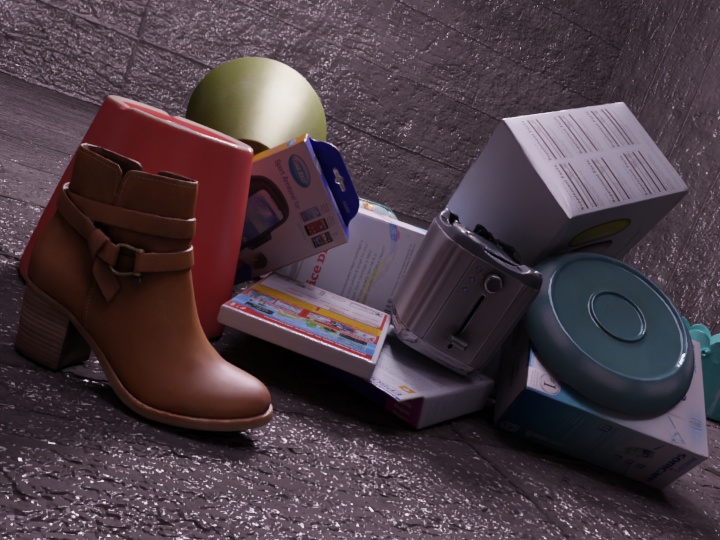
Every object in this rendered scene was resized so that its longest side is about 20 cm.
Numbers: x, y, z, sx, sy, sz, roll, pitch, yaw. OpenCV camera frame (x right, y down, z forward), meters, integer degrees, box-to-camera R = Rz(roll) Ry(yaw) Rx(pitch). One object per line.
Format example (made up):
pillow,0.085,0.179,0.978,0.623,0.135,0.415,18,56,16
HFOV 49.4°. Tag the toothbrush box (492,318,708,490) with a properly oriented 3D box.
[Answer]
toothbrush box,0.253,0.120,0.828,0.198,0.086,0.147,22,49,-4

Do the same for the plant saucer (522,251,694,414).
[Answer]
plant saucer,0.262,0.053,0.810,0.198,0.028,0.201,12,49,-13

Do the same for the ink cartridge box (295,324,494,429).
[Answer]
ink cartridge box,0.008,0.091,0.787,0.195,0.044,0.199,27,14,32

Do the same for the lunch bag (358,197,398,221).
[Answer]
lunch bag,-0.022,-0.030,1.117,0.199,0.077,0.162,14,49,-30

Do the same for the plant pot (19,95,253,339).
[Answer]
plant pot,-0.195,-0.055,0.735,0.199,0.179,0.200,20,10,-4

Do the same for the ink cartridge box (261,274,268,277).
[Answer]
ink cartridge box,-0.211,-0.060,1.022,0.146,0.085,0.199,29,12,35

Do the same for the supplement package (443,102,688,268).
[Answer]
supplement package,0.239,-0.078,0.954,0.199,0.192,0.148,-13,62,-29

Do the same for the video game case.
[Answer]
video game case,-0.044,0.046,0.757,0.142,0.018,0.200,21,10,3

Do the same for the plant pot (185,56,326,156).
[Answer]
plant pot,-0.131,-0.141,0.941,0.186,0.188,0.200,19,24,-13

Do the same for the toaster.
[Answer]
toaster,0.101,0.020,0.818,0.113,0.130,0.200,29,11,-10

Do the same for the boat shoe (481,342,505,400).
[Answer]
boat shoe,0.193,0.133,0.901,0.198,0.072,0.068,17,-27,-5

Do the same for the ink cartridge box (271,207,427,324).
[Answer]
ink cartridge box,0.000,0.000,0.965,0.199,0.146,0.085,17,10,-28

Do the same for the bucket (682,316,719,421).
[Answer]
bucket,0.606,0.172,1.406,0.206,0.136,0.207,22,8,-3

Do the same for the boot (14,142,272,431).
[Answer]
boot,-0.134,0.012,0.545,0.199,0.157,0.077,23,9,9

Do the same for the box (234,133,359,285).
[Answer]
box,-0.103,-0.061,0.840,0.198,0.120,0.042,-20,20,12
